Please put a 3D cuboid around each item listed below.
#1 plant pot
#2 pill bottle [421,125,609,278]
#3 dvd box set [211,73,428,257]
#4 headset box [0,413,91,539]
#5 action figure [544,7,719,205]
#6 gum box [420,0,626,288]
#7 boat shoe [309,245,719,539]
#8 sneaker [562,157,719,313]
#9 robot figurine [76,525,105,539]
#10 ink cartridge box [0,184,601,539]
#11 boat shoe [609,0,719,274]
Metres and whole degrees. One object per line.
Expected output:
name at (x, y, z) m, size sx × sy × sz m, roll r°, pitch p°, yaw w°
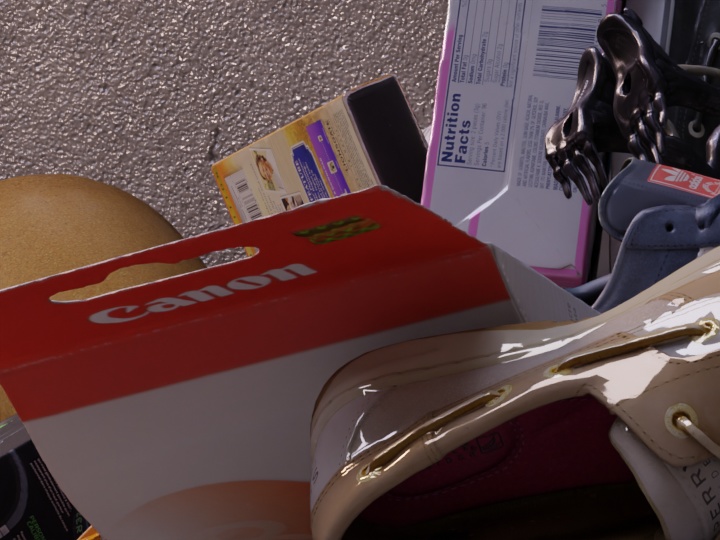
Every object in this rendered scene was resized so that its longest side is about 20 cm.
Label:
plant pot at (-0.122, 0.059, 1.309) m, size 0.186 × 0.187 × 0.200 m, roll -29°, pitch 18°, yaw -15°
pill bottle at (0.105, -0.040, 1.291) m, size 0.199 × 0.114 × 0.113 m, roll -25°, pitch 4°, yaw 30°
dvd box set at (0.000, 0.000, 1.250) m, size 0.029 × 0.147 × 0.200 m, roll -24°, pitch 1°, yaw -20°
headset box at (-0.141, 0.116, 1.101) m, size 0.174 × 0.093 × 0.200 m, roll -24°, pitch 4°, yaw 40°
action figure at (0.170, -0.045, 1.023) m, size 0.199 × 0.103 × 0.119 m, roll 0°, pitch -18°, yaw -25°
gum box at (0.067, -0.061, 1.107) m, size 0.066 × 0.201 × 0.114 m, roll 6°, pitch -21°, yaw 8°
boat shoe at (0.079, 0.044, 0.706) m, size 0.199 × 0.074 × 0.069 m, roll -17°, pitch 31°, yaw 19°
sneaker at (0.125, -0.007, 0.889) m, size 0.199 × 0.085 × 0.075 m, roll -26°, pitch 4°, yaw 20°
robot figurine at (-0.021, 0.078, 0.997) m, size 0.145 × 0.058 × 0.200 m, roll -26°, pitch 3°, yaw 46°
ink cartridge box at (-0.018, 0.038, 0.793) m, size 0.161 × 0.051 × 0.200 m, roll -15°, pitch -17°, yaw 22°
boat shoe at (0.129, -0.062, 1.092) m, size 0.056 × 0.202 × 0.069 m, roll 4°, pitch -15°, yaw 10°
